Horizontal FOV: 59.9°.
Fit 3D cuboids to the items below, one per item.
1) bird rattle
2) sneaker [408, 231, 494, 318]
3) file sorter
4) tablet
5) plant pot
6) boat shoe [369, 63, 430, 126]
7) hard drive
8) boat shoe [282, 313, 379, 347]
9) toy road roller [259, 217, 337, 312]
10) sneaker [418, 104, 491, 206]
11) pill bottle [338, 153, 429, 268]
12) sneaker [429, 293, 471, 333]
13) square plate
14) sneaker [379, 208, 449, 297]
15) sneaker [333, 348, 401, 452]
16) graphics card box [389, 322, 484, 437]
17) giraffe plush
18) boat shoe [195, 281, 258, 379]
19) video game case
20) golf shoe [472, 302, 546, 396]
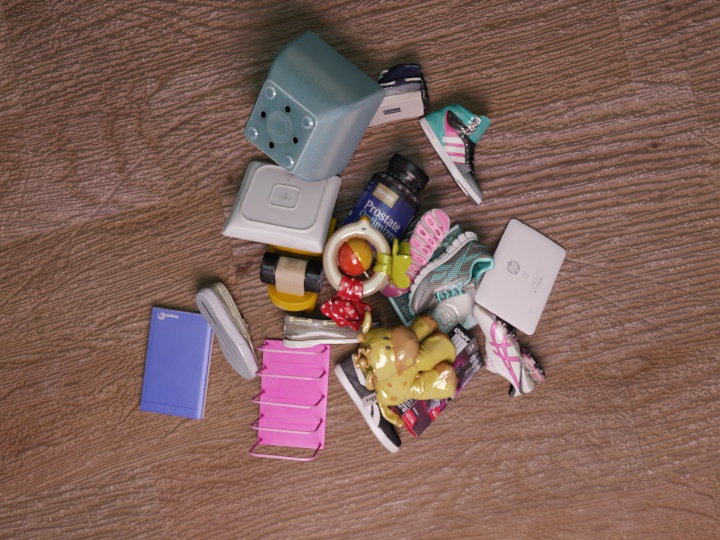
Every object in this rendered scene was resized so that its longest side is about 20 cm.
[{"bbox_3d":[0.000,0.000,1.122,0.198,0.113,0.165,-35,87,10],"label":"bird rattle"},{"bbox_3d":[0.171,0.017,1.157,0.200,0.078,0.091,-46,50,-9],"label":"sneaker"},{"bbox_3d":[-0.135,0.245,1.195,0.134,0.125,0.208,4,89,3],"label":"file sorter"},{"bbox_3d":[0.307,0.008,1.194,0.128,0.014,0.203,30,65,3],"label":"tablet"},{"bbox_3d":[-0.102,-0.282,1.134,0.194,0.200,0.198,37,123,3],"label":"plant pot"},{"bbox_3d":[0.041,-0.349,1.238,0.193,0.075,0.096,-4,65,9],"label":"boat shoe"},{"bbox_3d":[-0.367,0.185,1.259,0.127,0.025,0.208,7,89,3],"label":"hard drive"},{"bbox_3d":[-0.053,0.107,1.205,0.194,0.072,0.063,-4,95,-14],"label":"boat shoe"},{"bbox_3d":[-0.120,-0.012,1.220,0.118,0.148,0.205,9,52,3],"label":"toy road roller"},{"bbox_3d":[0.211,-0.240,1.215,0.119,0.084,0.203,-33,86,11],"label":"sneaker"},{"bbox_3d":[0.045,-0.115,1.202,0.110,0.112,0.203,33,91,3],"label":"pill bottle"},{"bbox_3d":[0.145,0.115,1.186,0.074,0.081,0.202,36,90,5],"label":"sneaker"},{"bbox_3d":[-0.147,-0.133,1.199,0.193,0.029,0.203,10,53,3],"label":"square plate"},{"bbox_3d":[0.103,-0.037,1.201,0.073,0.088,0.202,33,109,-1],"label":"sneaker"},{"bbox_3d":[0.045,0.240,1.212,0.111,0.073,0.202,-36,87,0],"label":"sneaker"},{"bbox_3d":[0.144,0.207,1.167,0.200,0.126,0.051,-46,54,-10],"label":"graphics card box"},{"bbox_3d":[0.056,0.146,1.058,0.198,0.163,0.174,-38,51,0],"label":"giraffe plush"},{"bbox_3d":[-0.250,0.116,1.235,0.071,0.062,0.204,-18,103,46],"label":"boat shoe"},{"bbox_3d":[0.160,0.042,1.237,0.197,0.023,0.185,-33,87,3],"label":"video game case"},{"bbox_3d":[0.268,0.153,1.196,0.091,0.073,0.202,-35,94,16],"label":"golf shoe"}]
